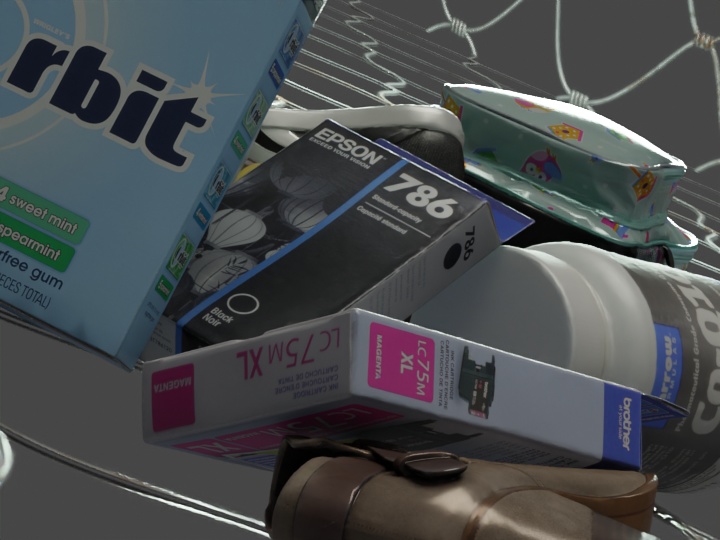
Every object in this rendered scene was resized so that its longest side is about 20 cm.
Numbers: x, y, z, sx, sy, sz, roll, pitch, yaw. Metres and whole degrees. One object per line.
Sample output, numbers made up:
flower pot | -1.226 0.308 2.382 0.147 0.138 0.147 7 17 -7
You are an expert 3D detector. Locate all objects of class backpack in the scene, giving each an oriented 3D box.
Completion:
backpack | 0.109 -0.023 1.733 0.175 0.154 0.200 22 0 21

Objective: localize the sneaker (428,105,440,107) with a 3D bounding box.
sneaker | 0.026 -0.072 1.986 0.076 0.091 0.200 30 11 22

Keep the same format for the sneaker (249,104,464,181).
sneaker | -0.041 -0.029 1.616 0.199 0.112 0.073 -5 -26 8

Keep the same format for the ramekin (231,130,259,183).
ramekin | -0.137 -0.095 1.336 0.200 0.201 0.098 26 1 13

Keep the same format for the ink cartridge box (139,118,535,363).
ink cartridge box | -0.017 -0.011 1.311 0.099 0.039 0.200 28 44 28

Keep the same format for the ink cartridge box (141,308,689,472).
ink cartridge box | 0.026 0.061 1.166 0.119 0.042 0.200 -15 -20 43

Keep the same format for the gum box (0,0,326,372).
gum box | -0.128 -0.084 1.249 0.169 0.200 0.045 26 -7 10

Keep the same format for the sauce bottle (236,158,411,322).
sauce bottle | 0.000 0.000 1.524 0.200 0.065 0.065 25 8 30

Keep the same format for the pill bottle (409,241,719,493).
pill bottle | 0.115 0.047 1.426 0.114 0.114 0.200 30 11 34

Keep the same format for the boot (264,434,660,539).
boot | 0.037 0.095 1.108 0.146 0.071 0.200 13 -3 1
